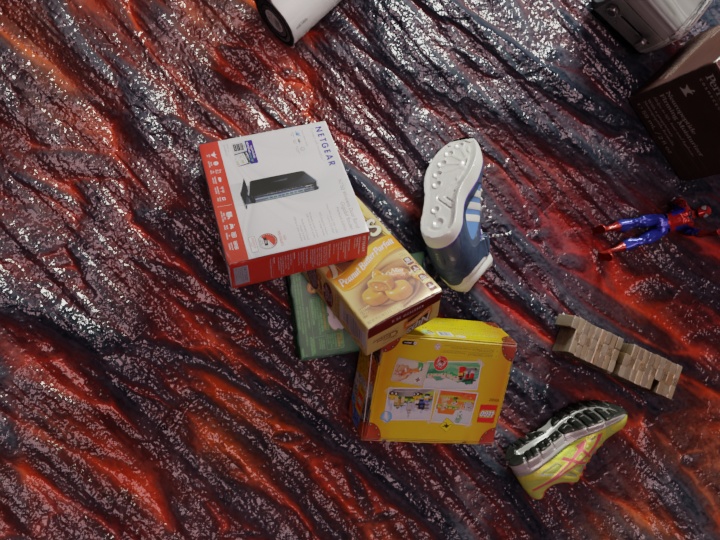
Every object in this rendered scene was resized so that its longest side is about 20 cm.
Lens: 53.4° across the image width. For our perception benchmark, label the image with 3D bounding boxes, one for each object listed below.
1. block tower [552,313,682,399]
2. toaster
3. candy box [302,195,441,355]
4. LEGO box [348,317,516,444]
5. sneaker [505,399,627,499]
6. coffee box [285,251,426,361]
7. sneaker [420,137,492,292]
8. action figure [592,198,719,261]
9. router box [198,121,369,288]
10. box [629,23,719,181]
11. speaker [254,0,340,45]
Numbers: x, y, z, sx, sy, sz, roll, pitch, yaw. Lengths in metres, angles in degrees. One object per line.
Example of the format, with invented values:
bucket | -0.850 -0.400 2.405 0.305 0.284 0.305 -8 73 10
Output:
block tower | 0.381 0.130 1.075 0.196 0.054 0.059 26 83 -11
toaster | 0.451 -0.428 1.072 0.129 0.113 0.201 42 78 -13
candy box | 0.000 0.000 0.916 0.113 0.056 0.201 -24 54 -24
LEGO box | 0.096 0.147 0.966 0.194 0.077 0.153 6 106 -18
sneaker | 0.309 0.263 1.052 0.196 0.078 0.092 -26 103 -7
coffee box | 0.000 0.047 0.989 0.194 0.044 0.127 -9 92 -13
sneaker | 0.145 -0.070 1.021 0.148 0.079 0.204 56 40 -42
action figure | 0.463 -0.068 1.079 0.195 0.099 0.067 -17 94 -16
router box | -0.101 -0.090 0.910 0.174 0.049 0.203 -13 56 -13
box | 0.542 -0.258 1.045 0.163 0.200 0.167 -40 97 -10
speaker | -0.047 -0.401 0.965 0.081 0.081 0.200 46 80 -9
